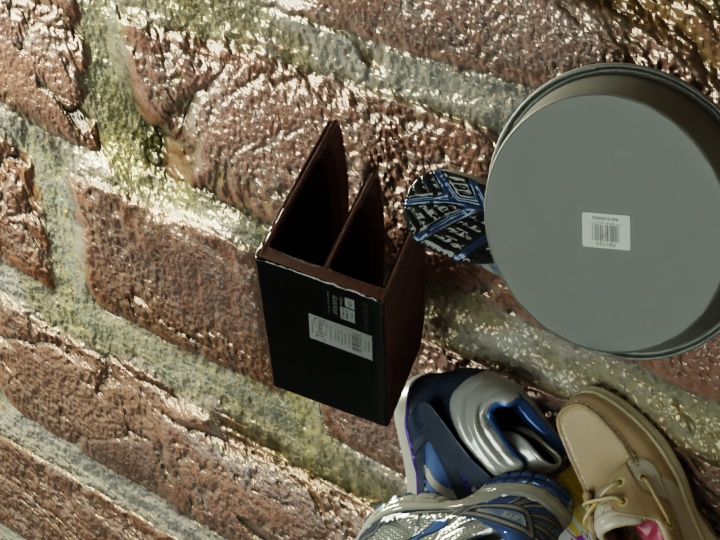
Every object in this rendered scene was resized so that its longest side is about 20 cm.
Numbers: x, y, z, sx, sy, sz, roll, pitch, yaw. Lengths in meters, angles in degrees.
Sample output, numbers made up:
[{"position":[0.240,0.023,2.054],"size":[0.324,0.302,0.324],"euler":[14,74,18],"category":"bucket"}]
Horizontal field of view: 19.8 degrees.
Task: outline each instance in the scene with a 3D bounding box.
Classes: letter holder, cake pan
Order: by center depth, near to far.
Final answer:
[{"position":[0.165,-0.033,1.343],"size":[0.199,0.037,0.201],"euler":[9,110,27],"category":"cake pan"},{"position":[0.000,0.000,1.555],"size":[0.100,0.143,0.200],"euler":[19,152,12],"category":"letter holder"}]

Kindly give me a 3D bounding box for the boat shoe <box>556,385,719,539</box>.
[{"position":[0.196,0.174,1.473],"size":[0.200,0.069,0.074],"euler":[56,137,17],"category":"boat shoe"}]

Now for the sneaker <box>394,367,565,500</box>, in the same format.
[{"position":[0.104,0.172,1.591],"size":[0.146,0.080,0.201],"euler":[0,109,56],"category":"sneaker"}]

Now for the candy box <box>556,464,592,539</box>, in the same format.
[{"position":[0.214,0.243,1.554],"size":[0.200,0.026,0.102],"euler":[42,139,24],"category":"candy box"}]

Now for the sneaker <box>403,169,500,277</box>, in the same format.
[{"position":[0.130,-0.018,1.441],"size":[0.199,0.077,0.076],"euler":[30,104,14],"category":"sneaker"}]

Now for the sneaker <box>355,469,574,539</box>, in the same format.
[{"position":[0.064,0.213,1.546],"size":[0.199,0.085,0.077],"euler":[-25,118,35],"category":"sneaker"}]
